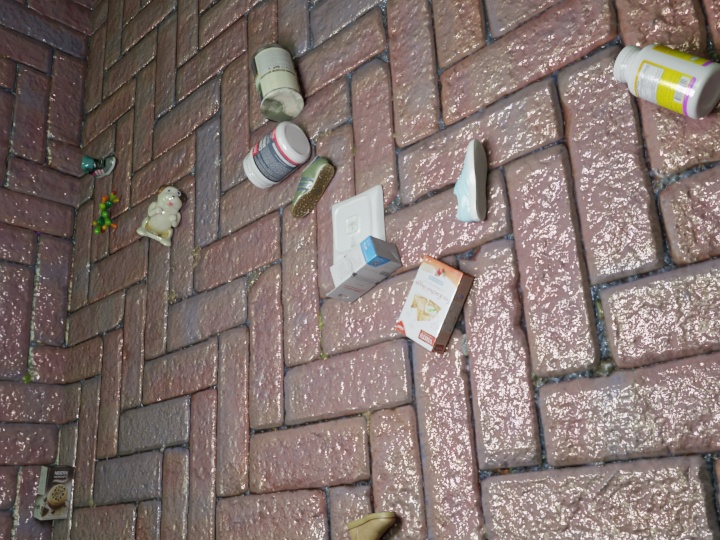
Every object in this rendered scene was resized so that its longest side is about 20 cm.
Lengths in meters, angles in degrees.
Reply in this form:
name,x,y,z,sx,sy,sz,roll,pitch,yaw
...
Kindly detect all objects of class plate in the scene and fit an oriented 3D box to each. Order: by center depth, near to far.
name,x,y,z,sx,sy,sz,roll,pitch,yaw
plate,-0.014,-0.124,1.868,0.196,0.032,0.206,-17,68,39

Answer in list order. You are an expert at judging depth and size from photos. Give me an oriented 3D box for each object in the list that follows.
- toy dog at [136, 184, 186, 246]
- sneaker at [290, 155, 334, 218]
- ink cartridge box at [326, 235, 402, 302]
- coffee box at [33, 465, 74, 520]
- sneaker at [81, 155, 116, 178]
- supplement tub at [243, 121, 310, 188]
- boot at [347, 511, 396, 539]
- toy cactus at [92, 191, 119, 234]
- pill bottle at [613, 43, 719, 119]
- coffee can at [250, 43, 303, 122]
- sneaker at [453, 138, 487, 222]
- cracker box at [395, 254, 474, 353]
name,x,y,z,sx,sy,sz,roll,pitch,yaw
toy dog,-0.744,-0.224,2.533,0.203,0.137,0.195,-61,11,15
sneaker,-0.157,-0.261,2.020,0.202,0.066,0.091,-53,42,20
ink cartridge box,0.000,0.000,1.763,0.199,0.115,0.069,-38,55,29
coffee box,-1.268,0.916,2.727,0.078,0.112,0.206,-4,77,41
sneaker,-1.221,-0.492,3.041,0.197,0.119,0.086,-16,68,39
supplement tub,-0.266,-0.364,2.092,0.198,0.139,0.144,-30,60,33
boot,0.043,0.697,1.583,0.175,0.065,0.205,-39,53,44
toy cactus,-1.129,-0.258,2.932,0.164,0.100,0.206,19,95,63
pill bottle,0.604,-0.381,1.300,0.200,0.103,0.106,42,107,41
coffee can,-0.274,-0.614,2.159,0.145,0.145,0.204,-33,58,32
sneaker,0.259,-0.218,1.605,0.080,0.073,0.206,-6,74,38
cracker box,0.179,0.081,1.613,0.133,0.057,0.205,27,99,44
